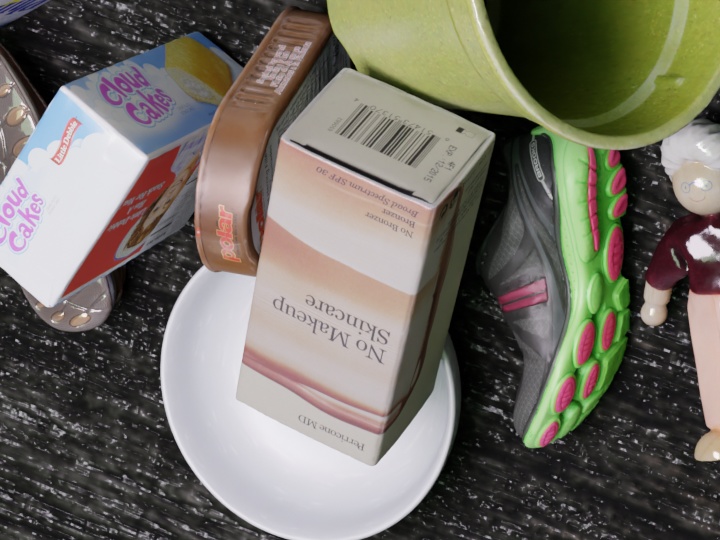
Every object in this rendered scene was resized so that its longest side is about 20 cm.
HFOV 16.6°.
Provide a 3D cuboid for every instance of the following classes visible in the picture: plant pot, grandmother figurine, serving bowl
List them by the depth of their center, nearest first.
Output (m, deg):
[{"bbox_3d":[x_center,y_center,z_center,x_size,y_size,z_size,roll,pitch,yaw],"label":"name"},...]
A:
[{"bbox_3d":[0.083,-0.164,1.385,0.184,0.200,0.201,0,105,55],"label":"plant pot"},{"bbox_3d":[0.219,0.008,1.451,0.121,0.061,0.201,-11,101,16],"label":"grandmother figurine"},{"bbox_3d":[-0.023,0.068,1.560,0.199,0.066,0.201,5,104,22],"label":"serving bowl"}]

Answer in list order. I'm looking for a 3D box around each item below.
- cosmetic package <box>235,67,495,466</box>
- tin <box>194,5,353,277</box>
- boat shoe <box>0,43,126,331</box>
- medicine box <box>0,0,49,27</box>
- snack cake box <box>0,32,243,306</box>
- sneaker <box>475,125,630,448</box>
[{"bbox_3d":[0.000,0.000,1.414,0.103,0.087,0.201,23,132,15],"label":"cosmetic package"},{"bbox_3d":[-0.047,-0.078,1.464,0.042,0.200,0.112,7,128,18],"label":"tin"},{"bbox_3d":[-0.211,-0.058,1.603,0.075,0.072,0.201,-18,101,22],"label":"boat shoe"},{"bbox_3d":[-0.215,-0.221,1.505,0.200,0.182,0.103,-26,92,26],"label":"medicine box"},{"bbox_3d":[-0.141,-0.065,1.493,0.067,0.200,0.115,39,113,6],"label":"snack cake box"},{"bbox_3d":[0.114,0.008,1.495,0.084,0.077,0.201,13,105,37],"label":"sneaker"}]
